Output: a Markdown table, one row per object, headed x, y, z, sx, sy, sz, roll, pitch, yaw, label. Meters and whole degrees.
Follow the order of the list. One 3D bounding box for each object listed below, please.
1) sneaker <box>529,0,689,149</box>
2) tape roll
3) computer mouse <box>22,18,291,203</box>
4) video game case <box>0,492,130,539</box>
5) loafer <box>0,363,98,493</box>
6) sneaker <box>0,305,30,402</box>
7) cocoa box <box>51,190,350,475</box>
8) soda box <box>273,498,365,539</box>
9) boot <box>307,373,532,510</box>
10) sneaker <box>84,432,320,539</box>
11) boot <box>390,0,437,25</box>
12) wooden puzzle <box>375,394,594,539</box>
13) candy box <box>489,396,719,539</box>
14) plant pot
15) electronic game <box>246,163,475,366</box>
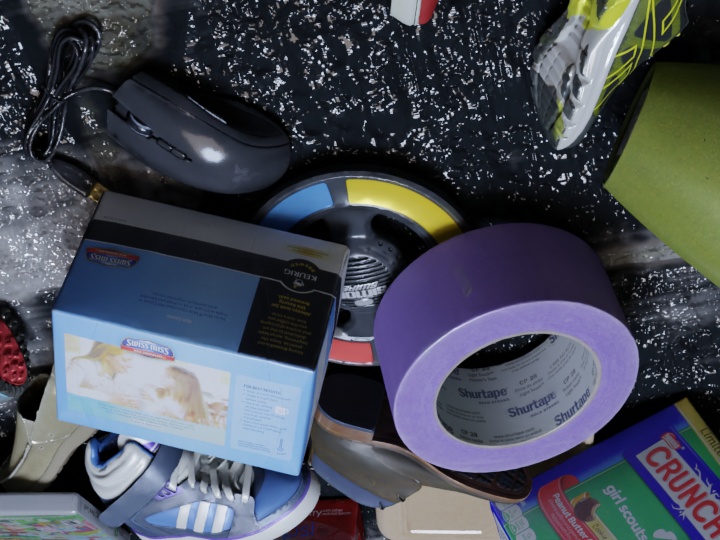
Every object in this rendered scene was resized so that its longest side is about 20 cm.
| x | y | z | sx | sy | sz | roll | pitch | yaw | label |
| --- | --- | --- | --- | --- | --- | --- | --- | --- | --- |
| 0.178 | -0.157 | 0.916 | 0.083 | 0.075 | 0.201 | -4 | 144 | -19 | sneaker |
| 0.113 | 0.064 | 1.068 | 0.197 | 0.086 | 0.202 | -8 | 137 | -8 | tape roll |
| -0.159 | -0.086 | 1.016 | 0.198 | 0.046 | 0.141 | 26 | 126 | -17 | computer mouse |
| -0.332 | 0.238 | 1.260 | 0.196 | 0.022 | 0.182 | -2 | 158 | 5 | video game case |
| -0.273 | 0.131 | 1.189 | 0.068 | 0.076 | 0.200 | 36 | 127 | -12 | loafer |
| -0.369 | 0.049 | 1.135 | 0.199 | 0.080 | 0.095 | 36 | 133 | -14 | sneaker |
| -0.121 | 0.048 | 1.031 | 0.197 | 0.132 | 0.134 | 13 | 136 | 2 | cocoa box |
| -0.096 | 0.266 | 1.288 | 0.196 | 0.071 | 0.064 | -3 | 129 | 7 | soda box |
| 0.045 | 0.164 | 1.164 | 0.198 | 0.075 | 0.098 | 25 | 137 | 4 | boot |
| -0.151 | 0.178 | 1.211 | 0.197 | 0.081 | 0.147 | -11 | 133 | 20 | sneaker |
| 0.102 | -0.235 | 0.863 | 0.142 | 0.073 | 0.202 | 13 | 126 | -9 | boot |
| 0.109 | 0.179 | 1.229 | 0.196 | 0.037 | 0.187 | 3 | 129 | 8 | wooden puzzle |
| 0.234 | 0.227 | 1.127 | 0.198 | 0.170 | 0.078 | -25 | 136 | -6 | candy box |
| 0.277 | -0.063 | 0.940 | 0.198 | 0.188 | 0.189 | 24 | 129 | 4 | plant pot |
| 0.000 | 0.000 | 1.080 | 0.196 | 0.042 | 0.202 | 2 | 130 | 2 | electronic game |
